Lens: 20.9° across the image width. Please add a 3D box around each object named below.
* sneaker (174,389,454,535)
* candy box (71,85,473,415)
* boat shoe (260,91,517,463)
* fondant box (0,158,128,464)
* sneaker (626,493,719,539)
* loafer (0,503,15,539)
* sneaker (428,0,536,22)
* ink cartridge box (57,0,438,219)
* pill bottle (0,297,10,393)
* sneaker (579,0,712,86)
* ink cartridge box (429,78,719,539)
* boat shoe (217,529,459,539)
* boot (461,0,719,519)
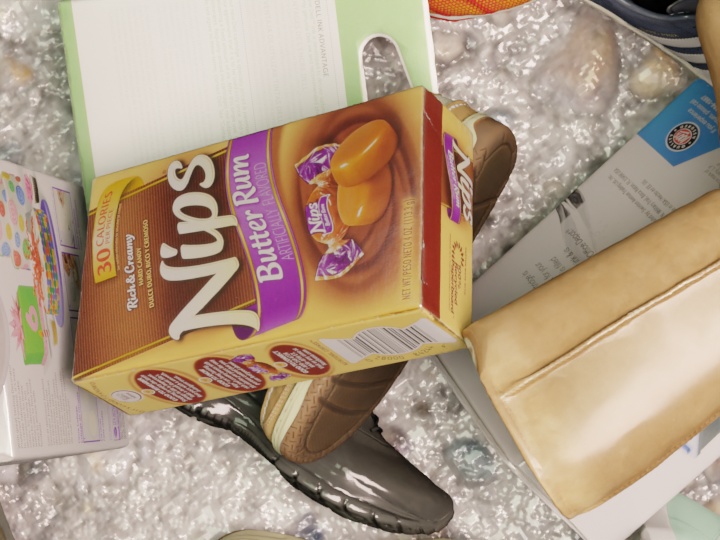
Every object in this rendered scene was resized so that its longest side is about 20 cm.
[{"bbox_3d":[-0.028,0.067,1.042,0.199,0.076,0.091,34,82,4],"label":"sneaker"},{"bbox_3d":[-0.044,-0.006,0.956,0.199,0.056,0.118,-14,60,29],"label":"candy box"},{"bbox_3d":[0.000,0.000,0.998,0.076,0.072,0.201,30,83,24],"label":"boat shoe"},{"bbox_3d":[-0.178,0.025,0.998,0.058,0.200,0.146,-8,85,7],"label":"fondant box"},{"bbox_3d":[0.184,0.168,0.945,0.117,0.201,0.074,17,110,2],"label":"sneaker"},{"bbox_3d":[-0.208,0.178,1.048,0.075,0.070,0.201,-26,98,6],"label":"loafer"},{"bbox_3d":[0.017,-0.178,1.043,0.198,0.077,0.074,6,86,7],"label":"sneaker"},{"bbox_3d":[-0.055,-0.086,1.051,0.198,0.048,0.147,-6,97,6],"label":"ink cartridge box"},{"bbox_3d":[-0.225,0.029,0.801,0.111,0.200,0.113,-1,86,9],"label":"pill bottle"},{"bbox_3d":[0.188,-0.135,0.998,0.199,0.084,0.076,22,87,-8],"label":"sneaker"},{"bbox_3d":[0.145,0.020,0.974,0.200,0.147,0.086,-43,121,5],"label":"ink cartridge box"},{"bbox_3d":[0.006,0.180,1.025,0.198,0.065,0.073,7,104,10],"label":"boat shoe"},{"bbox_3d":[0.131,-0.015,0.873,0.199,0.066,0.176,-32,70,9],"label":"boot"}]
